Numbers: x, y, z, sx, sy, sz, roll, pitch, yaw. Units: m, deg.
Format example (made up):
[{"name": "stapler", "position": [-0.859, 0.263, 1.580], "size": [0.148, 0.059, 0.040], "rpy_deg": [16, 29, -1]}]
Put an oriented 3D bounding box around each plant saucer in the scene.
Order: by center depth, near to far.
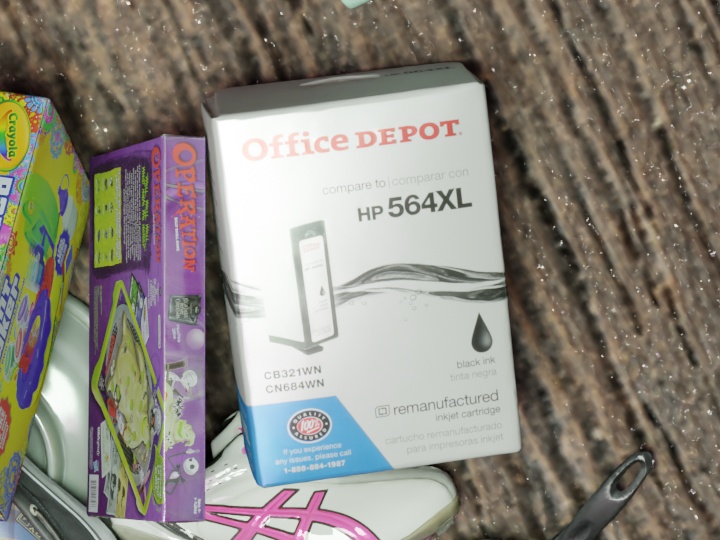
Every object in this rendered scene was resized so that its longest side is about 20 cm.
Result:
[{"name": "plant saucer", "position": [-0.217, 0.099, 1.459], "size": [0.200, 0.050, 0.200], "rpy_deg": [3, 106, 11]}]

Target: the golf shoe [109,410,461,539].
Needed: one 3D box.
[{"name": "golf shoe", "position": [-0.046, 0.123, 1.411], "size": [0.200, 0.073, 0.092], "rpy_deg": [-6, 107, 9]}]

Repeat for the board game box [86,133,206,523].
[{"name": "board game box", "position": [-0.115, 0.033, 1.356], "size": [0.032, 0.120, 0.200], "rpy_deg": [2, 86, -21]}]

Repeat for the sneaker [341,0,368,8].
[{"name": "sneaker", "position": [-0.012, -0.232, 1.304], "size": [0.118, 0.074, 0.201], "rpy_deg": [-24, 102, 11]}]

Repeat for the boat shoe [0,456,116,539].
[{"name": "boat shoe", "position": [-0.222, 0.124, 1.403], "size": [0.200, 0.066, 0.070], "rpy_deg": [41, 109, 3]}]

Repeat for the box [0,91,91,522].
[{"name": "box", "position": [-0.266, 0.009, 1.355], "size": [0.192, 0.122, 0.200], "rpy_deg": [9, 68, 10]}]

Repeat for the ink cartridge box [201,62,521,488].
[{"name": "ink cartridge box", "position": [0.000, 0.000, 1.343], "size": [0.146, 0.084, 0.200], "rpy_deg": [-8, 102, -4]}]

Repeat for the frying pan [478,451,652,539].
[{"name": "frying pan", "position": [0.084, 0.169, 1.423], "size": [0.115, 0.031, 0.190], "rpy_deg": [17, 105, 7]}]
